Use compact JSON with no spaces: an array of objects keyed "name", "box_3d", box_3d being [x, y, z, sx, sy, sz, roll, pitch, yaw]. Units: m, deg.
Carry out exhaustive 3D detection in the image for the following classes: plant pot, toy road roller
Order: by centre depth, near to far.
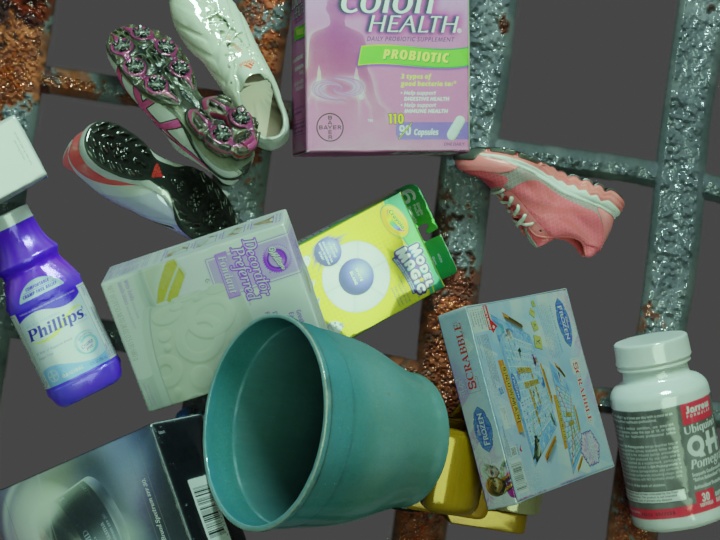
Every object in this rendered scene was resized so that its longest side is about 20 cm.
[{"name":"plant pot","box_3d":[-0.022,0.157,1.464,0.186,0.199,0.203,13,89,-38]},{"name":"toy road roller","box_3d":[0.112,0.208,1.584,0.197,0.146,0.125,10,90,-12]}]

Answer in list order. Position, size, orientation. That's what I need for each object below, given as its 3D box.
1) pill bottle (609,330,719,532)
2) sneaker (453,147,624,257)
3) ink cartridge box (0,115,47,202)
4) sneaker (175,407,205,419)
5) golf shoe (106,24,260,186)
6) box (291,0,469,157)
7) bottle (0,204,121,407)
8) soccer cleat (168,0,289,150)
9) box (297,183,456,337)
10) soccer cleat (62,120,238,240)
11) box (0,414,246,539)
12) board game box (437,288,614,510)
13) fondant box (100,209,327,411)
[{"name":"pill bottle","box_3d":[0.332,0.172,1.647,0.109,0.111,0.203,-12,95,-11]},{"name":"sneaker","box_3d":[0.187,-0.073,1.627,0.198,0.074,0.088,20,89,-12]},{"name":"ink cartridge box","box_3d":[-0.409,-0.074,1.482,0.198,0.115,0.068,-29,97,-8]},{"name":"sneaker","box_3d":[-0.195,0.233,1.567,0.084,0.077,0.202,26,89,5]},{"name":"golf shoe","box_3d":[-0.190,-0.165,1.544,0.200,0.092,0.072,44,55,11]},{"name":"box","box_3d":[0.020,-0.221,1.575,0.173,0.097,0.203,0,92,-11]},{"name":"bottle","box_3d":[-0.315,0.034,1.531,0.083,0.065,0.202,-25,97,-9]},{"name":"soccer cleat","box_3d":[-0.129,-0.216,1.554,0.069,0.078,0.202,-32,98,-9]},{"name":"box","box_3d":[0.000,0.000,1.605,0.198,0.048,0.118,-29,98,-11]},{"name":"soccer cleat","box_3d":[-0.214,-0.082,1.556,0.199,0.073,0.069,33,59,-27]},{"name":"box","box_3d":[-0.226,0.273,1.474,0.196,0.123,0.202,-24,81,18]},{"name":"board game box","box_3d":[0.175,0.128,1.573,0.198,0.041,0.203,-6,80,-51]},{"name":"fondant box","box_3d":[-0.145,0.041,1.536,0.197,0.058,0.146,-18,105,4]}]
